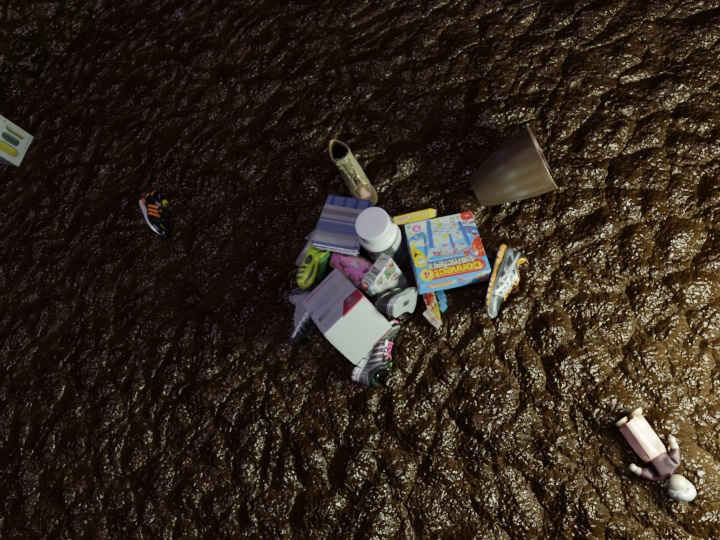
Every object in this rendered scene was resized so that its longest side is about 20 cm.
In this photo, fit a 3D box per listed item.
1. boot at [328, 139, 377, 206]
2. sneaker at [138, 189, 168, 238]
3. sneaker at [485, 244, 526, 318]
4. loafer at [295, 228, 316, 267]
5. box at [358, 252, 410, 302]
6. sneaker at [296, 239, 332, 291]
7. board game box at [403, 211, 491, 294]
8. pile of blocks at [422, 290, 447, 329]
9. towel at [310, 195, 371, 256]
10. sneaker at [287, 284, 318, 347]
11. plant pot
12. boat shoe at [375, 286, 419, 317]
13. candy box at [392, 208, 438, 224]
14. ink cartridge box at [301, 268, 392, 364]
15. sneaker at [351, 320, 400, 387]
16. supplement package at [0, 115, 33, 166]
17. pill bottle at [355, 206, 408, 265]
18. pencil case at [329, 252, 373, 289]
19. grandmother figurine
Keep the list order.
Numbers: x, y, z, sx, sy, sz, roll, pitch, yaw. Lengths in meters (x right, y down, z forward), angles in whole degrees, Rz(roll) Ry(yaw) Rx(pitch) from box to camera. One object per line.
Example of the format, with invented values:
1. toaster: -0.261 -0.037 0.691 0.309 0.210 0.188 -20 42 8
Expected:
1. boot: -0.024 -0.295 1.656 0.072 0.156 0.201 -29 65 5
2. sneaker: -0.714 -0.207 1.921 0.090 0.070 0.201 -40 60 5
3. sneaker: 0.380 0.031 1.434 0.076 0.078 0.202 17 80 11
4. loafer: -0.139 -0.095 1.671 0.069 0.070 0.202 21 79 17
5. box: 0.068 0.038 1.471 0.035 0.200 0.111 34 84 27
6. sneaker: -0.130 -0.028 1.606 0.073 0.084 0.201 26 66 11
7. board game box: 0.234 -0.051 1.488 0.197 0.056 0.198 -12 59 -1
8. pile of blocks: 0.202 0.055 1.494 0.081 0.062 0.203 -13 67 15
9. towel: -0.053 -0.135 1.599 0.145 0.024 0.202 9 57 9
10. sneaker: -0.181 0.125 1.608 0.114 0.075 0.201 18 67 30
11. plant pot: 0.408 -0.262 1.491 0.199 0.186 0.189 -27 62 24
12. boat shoe: 0.102 0.077 1.450 0.063 0.199 0.072 14 99 25
13. candy box: 0.158 -0.150 1.517 0.101 0.200 0.027 -15 92 15
14. ink cartridge box: -0.041 0.119 1.472 0.145 0.145 0.200 -44 33 -1
15. sneaker: 0.061 0.233 1.474 0.087 0.074 0.201 32 86 24
16. supplement package: -1.535 -0.560 2.279 0.149 0.200 0.154 11 74 22
17. pill bottle: 0.059 -0.090 1.523 0.112 0.200 0.115 -7 68 17
18. pencil case: 0.000 0.000 1.578 0.199 0.086 0.084 34 107 26
19. grandmother figurine: 0.652 0.414 1.199 0.121 0.060 0.201 -39 59 12
